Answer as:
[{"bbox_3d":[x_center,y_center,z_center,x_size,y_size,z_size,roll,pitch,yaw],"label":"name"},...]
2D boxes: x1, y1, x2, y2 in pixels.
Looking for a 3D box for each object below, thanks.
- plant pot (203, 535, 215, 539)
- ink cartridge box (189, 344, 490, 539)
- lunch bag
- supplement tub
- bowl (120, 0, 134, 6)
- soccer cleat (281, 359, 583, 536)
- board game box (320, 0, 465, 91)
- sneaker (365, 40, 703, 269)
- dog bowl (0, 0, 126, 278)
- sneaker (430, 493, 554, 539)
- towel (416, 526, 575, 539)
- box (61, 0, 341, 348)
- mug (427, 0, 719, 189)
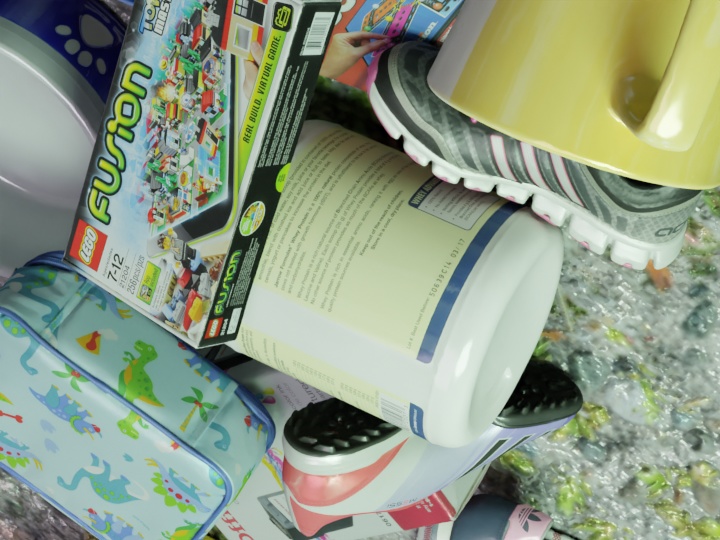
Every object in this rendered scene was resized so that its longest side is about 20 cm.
[{"bbox_3d":[-0.149,0.307,1.488,0.200,0.200,0.176,30,126,4],"label":"plant pot"},{"bbox_3d":[-0.032,0.104,1.294,0.200,0.086,0.148,-20,117,40],"label":"ink cartridge box"},{"bbox_3d":[-0.166,0.092,1.245,0.200,0.082,0.161,36,137,-1],"label":"lunch bag"},{"bbox_3d":[0.000,0.000,1.127,0.200,0.145,0.145,24,138,17],"label":"supplement tub"},{"bbox_3d":[-0.112,-0.231,1.064,0.200,0.039,0.201,16,135,17],"label":"bowl"},{"bbox_3d":[0.043,0.105,1.187,0.068,0.200,0.073,45,139,47],"label":"soccer cleat"},{"bbox_3d":[0.021,-0.166,1.029,0.103,0.019,0.200,19,142,-20],"label":"board game box"},{"bbox_3d":[0.102,-0.079,1.053,0.200,0.074,0.087,29,138,-4],"label":"sneaker"},{"bbox_3d":[-0.221,-0.093,1.229,0.200,0.079,0.200,17,136,17],"label":"dog bowl"},{"bbox_3d":[0.109,0.235,1.305,0.082,0.070,0.200,2,128,33],"label":"sneaker"},{"bbox_3d":[0.125,0.235,1.362,0.200,0.030,0.146,21,136,14],"label":"towel"},{"bbox_3d":[-0.089,-0.071,1.058,0.110,0.035,0.200,29,112,29],"label":"box"},{"bbox_3d":[0.137,-0.128,0.910,0.187,0.149,0.153,34,111,43],"label":"mug"}]
